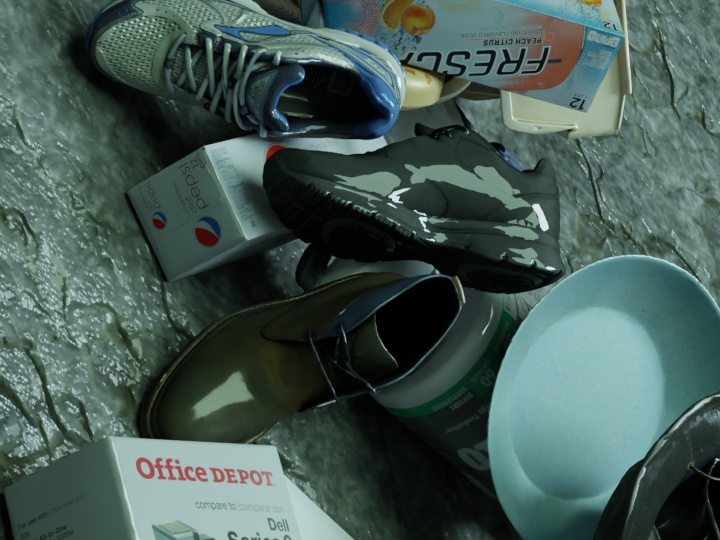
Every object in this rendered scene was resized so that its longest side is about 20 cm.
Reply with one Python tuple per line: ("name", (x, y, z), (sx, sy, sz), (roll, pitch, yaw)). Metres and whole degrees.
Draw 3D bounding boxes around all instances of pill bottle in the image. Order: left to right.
("pill bottle", (0.101, 0.089, 1.669), (0.200, 0.113, 0.113), (41, 38, -32))

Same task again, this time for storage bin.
("storage bin", (0.111, -0.200, 1.779), (0.200, 0.094, 0.199), (-137, -139, -75))

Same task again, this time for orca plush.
("orca plush", (0.000, 0.000, 1.599), (0.105, 0.071, 0.200), (27, 77, -24))

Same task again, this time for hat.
("hat", (0.195, 0.161, 1.584), (0.200, 0.081, 0.201), (-11, 106, -41))

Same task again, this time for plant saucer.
("plant saucer", (0.151, 0.086, 1.609), (0.201, 0.039, 0.201), (-8, 104, -33))

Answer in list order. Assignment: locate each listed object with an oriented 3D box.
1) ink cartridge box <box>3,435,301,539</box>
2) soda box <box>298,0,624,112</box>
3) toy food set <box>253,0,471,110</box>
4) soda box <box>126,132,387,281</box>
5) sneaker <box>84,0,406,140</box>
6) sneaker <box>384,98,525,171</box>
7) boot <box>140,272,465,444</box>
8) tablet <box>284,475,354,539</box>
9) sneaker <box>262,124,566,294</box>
("ink cartridge box", (-0.091, 0.193, 1.337), (0.146, 0.084, 0.200), (9, 59, -54))
("soda box", (0.063, -0.165, 1.624), (0.200, 0.064, 0.068), (14, 34, -15))
("toy food set", (-0.013, -0.174, 1.691), (0.198, 0.049, 0.200), (33, 34, 13))
("soda box", (-0.054, -0.050, 1.590), (0.200, 0.068, 0.064), (-19, 83, -58))
("sneaker", (-0.066, -0.122, 1.538), (0.200, 0.077, 0.085), (9, 23, -10))
("sneaker", (0.056, -0.075, 1.787), (0.200, 0.081, 0.146), (46, 4, 11))
("boot", (-0.031, 0.047, 1.472), (0.200, 0.097, 0.075), (-31, 98, -34))
("tablet", (-0.007, 0.213, 1.515), (0.200, 0.014, 0.130), (45, 35, -27))
("sneaker", (0.033, -0.048, 1.537), (0.200, 0.076, 0.091), (16, 69, -26))
